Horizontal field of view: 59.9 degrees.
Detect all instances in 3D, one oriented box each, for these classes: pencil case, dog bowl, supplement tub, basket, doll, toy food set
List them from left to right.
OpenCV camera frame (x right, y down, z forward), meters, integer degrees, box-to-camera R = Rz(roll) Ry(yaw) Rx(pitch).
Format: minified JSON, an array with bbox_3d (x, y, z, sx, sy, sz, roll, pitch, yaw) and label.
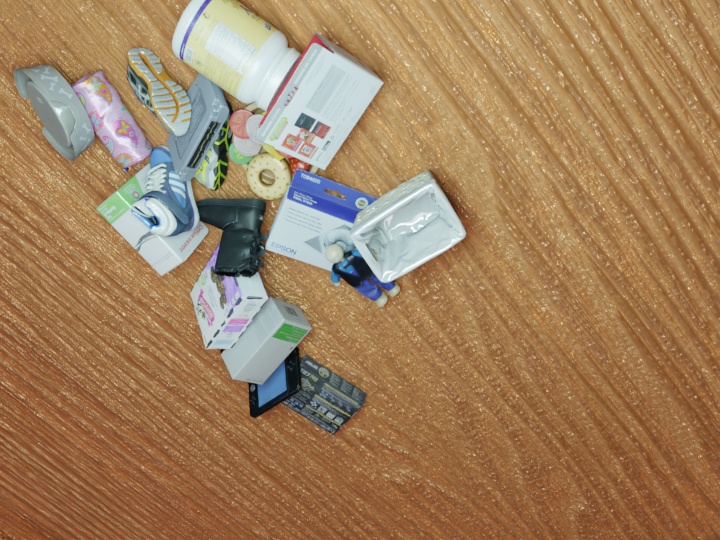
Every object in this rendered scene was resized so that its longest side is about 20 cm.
[{"bbox_3d":[-0.625,-0.329,1.287,0.199,0.059,0.201,35,147,26],"label":"dog bowl"},{"bbox_3d":[-0.519,-0.313,1.309,0.087,0.088,0.201,-19,117,24],"label":"pencil case"},{"bbox_3d":[-0.222,-0.399,1.136,0.199,0.146,0.146,33,125,-9],"label":"supplement tub"},{"bbox_3d":[-0.177,-0.253,1.280,0.198,0.049,0.199,-21,115,26],"label":"toy food set"},{"bbox_3d":[0.000,0.000,1.368,0.136,0.049,0.199,-40,125,21],"label":"doll"},{"bbox_3d":[0.092,-0.093,1.251,0.199,0.124,0.136,-31,113,15],"label":"basket"}]

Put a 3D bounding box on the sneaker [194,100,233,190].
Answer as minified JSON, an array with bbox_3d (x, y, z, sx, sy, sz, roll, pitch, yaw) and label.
[{"bbox_3d":[-0.314,-0.263,1.294,0.076,0.076,0.202,22,121,5],"label":"sneaker"}]

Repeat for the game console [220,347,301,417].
[{"bbox_3d":[-0.260,0.254,1.600,0.199,0.177,0.116,-35,138,31],"label":"game console"}]

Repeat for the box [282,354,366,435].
[{"bbox_3d":[-0.108,0.333,1.650,0.199,0.049,0.162,33,126,-8],"label":"box"}]

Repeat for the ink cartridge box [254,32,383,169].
[{"bbox_3d":[-0.088,-0.307,1.123,0.175,0.084,0.201,15,120,-46],"label":"ink cartridge box"}]

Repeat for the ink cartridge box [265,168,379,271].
[{"bbox_3d":[-0.082,-0.097,1.338,0.197,0.041,0.201,18,126,-15],"label":"ink cartridge box"}]

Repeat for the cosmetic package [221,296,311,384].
[{"bbox_3d":[-0.226,0.170,1.493,0.200,0.085,0.107,-50,142,14],"label":"cosmetic package"}]

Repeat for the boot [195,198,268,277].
[{"bbox_3d":[-0.289,-0.070,1.352,0.196,0.165,0.073,1,168,24],"label":"boot"}]

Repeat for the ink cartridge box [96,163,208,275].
[{"bbox_3d":[-0.454,-0.112,1.384,0.084,0.146,0.201,-28,112,29],"label":"ink cartridge box"}]

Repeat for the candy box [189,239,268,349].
[{"bbox_3d":[-0.310,0.057,1.446,0.071,0.169,0.200,4,137,-41],"label":"candy box"}]

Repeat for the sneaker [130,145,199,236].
[{"bbox_3d":[-0.425,-0.167,1.304,0.080,0.146,0.202,-21,90,26],"label":"sneaker"}]

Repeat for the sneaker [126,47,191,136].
[{"bbox_3d":[-0.402,-0.344,1.241,0.201,0.078,0.077,58,136,13],"label":"sneaker"}]

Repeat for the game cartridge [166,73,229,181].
[{"bbox_3d":[-0.327,-0.294,1.247,0.040,0.134,0.200,3,141,-42],"label":"game cartridge"}]
